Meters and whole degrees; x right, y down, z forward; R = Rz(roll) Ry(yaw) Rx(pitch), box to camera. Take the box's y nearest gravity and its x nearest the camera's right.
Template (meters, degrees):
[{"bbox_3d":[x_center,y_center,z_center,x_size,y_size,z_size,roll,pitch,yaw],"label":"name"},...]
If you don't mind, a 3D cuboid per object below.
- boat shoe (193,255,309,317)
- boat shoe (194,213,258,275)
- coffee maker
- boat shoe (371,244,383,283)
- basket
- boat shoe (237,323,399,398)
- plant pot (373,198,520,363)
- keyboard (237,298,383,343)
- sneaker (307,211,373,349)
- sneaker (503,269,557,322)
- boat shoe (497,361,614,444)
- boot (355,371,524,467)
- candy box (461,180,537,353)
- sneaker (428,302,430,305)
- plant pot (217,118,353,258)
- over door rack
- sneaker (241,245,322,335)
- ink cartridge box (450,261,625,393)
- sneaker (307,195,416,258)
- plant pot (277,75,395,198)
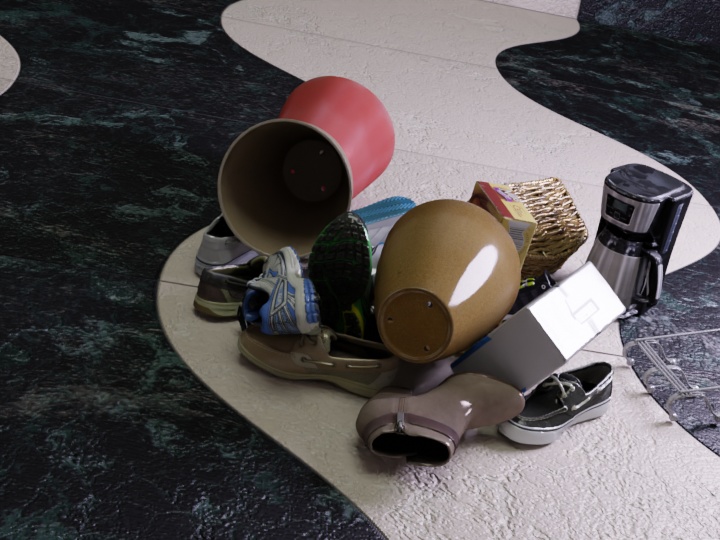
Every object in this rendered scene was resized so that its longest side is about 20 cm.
[{"bbox_3d":[-0.128,0.014,1.657,0.199,0.067,0.072,-9,32,-39],"label":"boat shoe"},{"bbox_3d":[-0.174,-0.053,1.774,0.072,0.068,0.200,16,25,6],"label":"boat shoe"},{"bbox_3d":[0.411,-0.053,1.892,0.133,0.203,0.192,19,26,13],"label":"coffee maker"},{"bbox_3d":[0.000,0.003,1.712,0.067,0.075,0.199,9,13,7],"label":"boat shoe"},{"bbox_3d":[0.237,-0.042,1.951,0.198,0.149,0.144,-10,66,-39],"label":"basket"},{"bbox_3d":[-0.050,0.095,1.520,0.197,0.066,0.072,17,36,3],"label":"boat shoe"},{"bbox_3d":[0.088,0.032,1.525,0.184,0.189,0.200,17,24,10],"label":"plant pot"},{"bbox_3d":[-0.064,0.074,1.622,0.197,0.040,0.105,1,51,-26],"label":"keyboard"},{"bbox_3d":[-0.021,0.007,1.542,0.077,0.202,0.086,12,42,7],"label":"sneaker"},{"bbox_3d":[0.240,0.031,1.775,0.197,0.084,0.072,13,25,1],"label":"sneaker"},{"bbox_3d":[0.242,0.156,1.543,0.070,0.065,0.198,31,32,35],"label":"boat shoe"},{"bbox_3d":[0.093,0.174,1.417,0.196,0.071,0.146,-2,18,2],"label":"boot"},{"bbox_3d":[0.163,-0.002,1.669,0.056,0.203,0.117,8,24,-17],"label":"candy box"},{"bbox_3d":[0.088,0.007,1.761,0.075,0.078,0.200,17,24,14],"label":"sneaker"},{"bbox_3d":[-0.085,-0.127,1.768,0.184,0.190,0.200,15,14,7],"label":"plant pot"},{"bbox_3d":[0.471,0.131,1.680,0.197,0.067,0.148,-16,31,-8],"label":"over door rack"},{"bbox_3d":[-0.107,0.026,1.529,0.084,0.078,0.200,-12,17,-11],"label":"sneaker"},{"bbox_3d":[0.224,0.084,1.567,0.085,0.146,0.199,53,35,6],"label":"ink cartridge box"},{"bbox_3d":[-0.009,-0.043,1.829,0.197,0.082,0.077,-13,31,-6],"label":"sneaker"},{"bbox_3d":[-0.064,-0.179,1.967,0.198,0.203,0.178,17,36,10],"label":"plant pot"}]
